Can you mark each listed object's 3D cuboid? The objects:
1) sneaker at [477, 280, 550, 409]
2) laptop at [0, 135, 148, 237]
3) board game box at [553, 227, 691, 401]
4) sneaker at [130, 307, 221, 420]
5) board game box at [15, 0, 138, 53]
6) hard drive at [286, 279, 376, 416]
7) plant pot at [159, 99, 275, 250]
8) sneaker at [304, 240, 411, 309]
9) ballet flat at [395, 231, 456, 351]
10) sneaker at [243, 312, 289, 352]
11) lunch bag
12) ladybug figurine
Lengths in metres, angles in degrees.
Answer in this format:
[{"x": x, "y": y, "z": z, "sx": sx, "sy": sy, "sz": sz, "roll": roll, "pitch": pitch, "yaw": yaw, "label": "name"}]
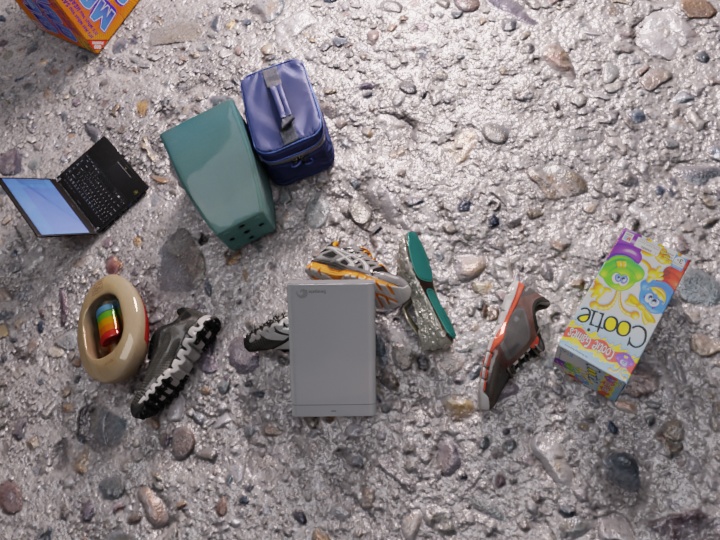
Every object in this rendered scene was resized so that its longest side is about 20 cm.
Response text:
[{"x": 0.229, "y": 0.114, "z": 0.984, "sx": 0.080, "sy": 0.077, "sz": 0.204, "roll": 19, "pitch": 73, "yaw": 12, "label": "sneaker"}, {"x": -0.534, "y": -0.162, "z": 1.250, "sx": 0.200, "sy": 0.104, "sz": 0.177, "roll": -43, "pitch": 66, "yaw": -7, "label": "laptop"}, {"x": 0.369, "y": 0.063, "z": 0.956, "sx": 0.102, "sy": 0.105, "sz": 0.202, "roll": 28, "pitch": 75, "yaw": 22, "label": "board game box"}, {"x": -0.318, "y": 0.145, "z": 1.098, "sx": 0.089, "sy": 0.067, "sz": 0.202, "roll": 26, "pitch": 71, "yaw": 24, "label": "sneaker"}, {"x": -0.614, "y": -0.628, "z": 1.408, "sx": 0.197, "sy": 0.201, "sz": 0.202, "roll": 26, "pitch": 74, "yaw": 22, "label": "board game box"}, {"x": -0.041, "y": 0.117, "z": 0.996, "sx": 0.128, "sy": 0.027, "sz": 0.206, "roll": -1, "pitch": 102, "yaw": 1, "label": "hard drive"}, {"x": -0.232, "y": -0.152, "z": 1.163, "sx": 0.139, "sy": 0.142, "sz": 0.204, "roll": -24, "pitch": 72, "yaw": 1, "label": "plant pot"}, {"x": 0.000, "y": 0.000, "z": 1.067, "sx": 0.197, "sy": 0.079, "sz": 0.078, "roll": 18, "pitch": 60, "yaw": 34, "label": "sneaker"}, {"x": 0.087, "y": 0.035, "z": 1.054, "sx": 0.070, "sy": 0.072, "sz": 0.204, "roll": -20, "pitch": 65, "yaw": 3, "label": "ballet flat"}, {"x": -0.093, "y": 0.106, "z": 1.052, "sx": 0.196, "sy": 0.066, "sz": 0.092, "roll": -22, "pitch": 93, "yaw": 18, "label": "sneaker"}, {"x": -0.131, "y": -0.260, "z": 1.186, "sx": 0.133, "sy": 0.133, "sz": 0.204, "roll": -21, "pitch": 64, "yaw": 3, "label": "lunch bag"}, {"x": -0.407, "y": 0.098, "z": 1.122, "sx": 0.134, "sy": 0.072, "sz": 0.203, "roll": -29, "pitch": 58, "yaw": 14, "label": "ladybug figurine"}]
